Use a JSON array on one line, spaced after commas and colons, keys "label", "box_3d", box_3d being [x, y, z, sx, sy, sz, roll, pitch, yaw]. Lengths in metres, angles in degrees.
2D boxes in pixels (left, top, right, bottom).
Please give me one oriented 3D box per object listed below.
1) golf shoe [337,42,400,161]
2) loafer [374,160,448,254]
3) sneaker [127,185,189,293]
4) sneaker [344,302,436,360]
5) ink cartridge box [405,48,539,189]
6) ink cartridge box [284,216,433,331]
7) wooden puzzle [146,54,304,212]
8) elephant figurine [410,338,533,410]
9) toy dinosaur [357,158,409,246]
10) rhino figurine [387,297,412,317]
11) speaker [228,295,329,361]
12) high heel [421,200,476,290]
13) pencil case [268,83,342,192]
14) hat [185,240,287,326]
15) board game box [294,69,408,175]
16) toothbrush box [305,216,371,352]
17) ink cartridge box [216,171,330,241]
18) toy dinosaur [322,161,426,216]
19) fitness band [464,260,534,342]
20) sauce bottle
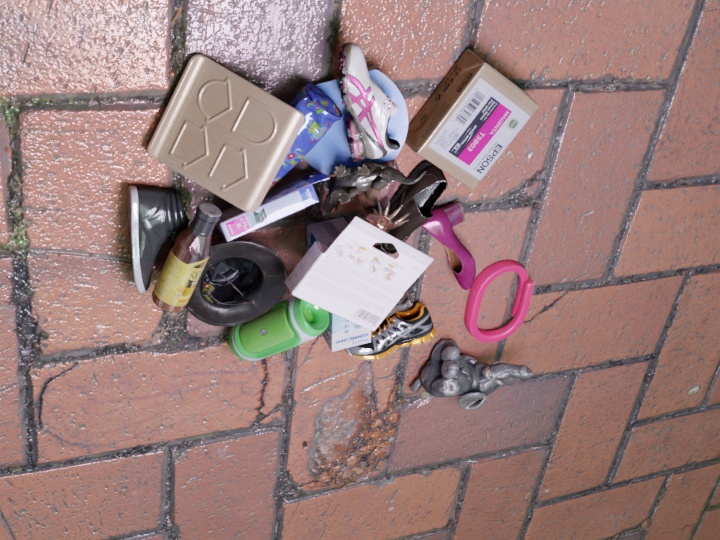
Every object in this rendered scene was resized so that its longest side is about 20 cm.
[{"label": "golf shoe", "box_3d": [0.013, -0.278, 1.486, 0.092, 0.073, 0.200, -10, 122, 1]}, {"label": "loafer", "box_3d": [0.093, -0.110, 1.701, 0.073, 0.071, 0.200, 24, 104, -37]}, {"label": "sneaker", "box_3d": [-0.336, -0.049, 1.533, 0.099, 0.071, 0.200, -5, 121, -19]}, {"label": "sneaker", "box_3d": [0.057, 0.124, 1.873, 0.200, 0.078, 0.077, -18, 117, -19]}, {"label": "ink cartridge box", "box_3d": [0.198, -0.269, 1.647, 0.165, 0.075, 0.200, 26, 109, -37]}, {"label": "ink cartridge box", "box_3d": [0.000, 0.000, 1.566, 0.200, 0.045, 0.176, 27, 110, -38]}, {"label": "wooden puzzle", "box_3d": [-0.213, -0.218, 1.453, 0.200, 0.046, 0.185, 29, 107, -5]}, {"label": "elephant figurine", "box_3d": [0.245, 0.241, 2.001, 0.200, 0.155, 0.142, 18, 92, -27]}, {"label": "toy dinosaur", "box_3d": [0.038, -0.145, 1.609, 0.086, 0.136, 0.200, -5, 120, -22]}, {"label": "rhino figurine", "box_3d": [0.030, 0.017, 1.782, 0.087, 0.060, 0.200, -31, 131, -7]}, {"label": "speaker", "box_3d": [-0.152, 0.106, 1.678, 0.200, 0.089, 0.088, -24, 142, 38]}, {"label": "high heel", "box_3d": [0.168, -0.036, 1.808, 0.096, 0.067, 0.200, -26, 117, -21]}, {"label": "pencil case", "box_3d": [-0.123, -0.215, 1.504, 0.200, 0.078, 0.087, -44, 156, 16]}, {"label": "hat", "box_3d": [-0.227, 0.005, 1.624, 0.200, 0.081, 0.201, -3, 128, -4]}, {"label": "board game box", "box_3d": [-0.018, -0.254, 1.555, 0.200, 0.039, 0.158, -13, 113, 6]}, {"label": "toothbrush box", "box_3d": [-0.041, 0.025, 1.693, 0.085, 0.146, 0.200, -12, 127, -19]}, {"label": "ink cartridge box", "box_3d": [-0.148, -0.111, 1.553, 0.200, 0.119, 0.042, -27, 105, -9]}, {"label": "toy dinosaur", "box_3d": [0.009, -0.156, 1.536, 0.200, 0.102, 0.077, -22, 98, 12]}, {"label": "fitness band", "box_3d": [0.298, 0.068, 1.977, 0.143, 0.037, 0.200, -6, 125, -20]}, {"label": "sauce bottle", "box_3d": [-0.285, -0.022, 1.512, 0.066, 0.066, 0.200, 9, 126, -32]}]
